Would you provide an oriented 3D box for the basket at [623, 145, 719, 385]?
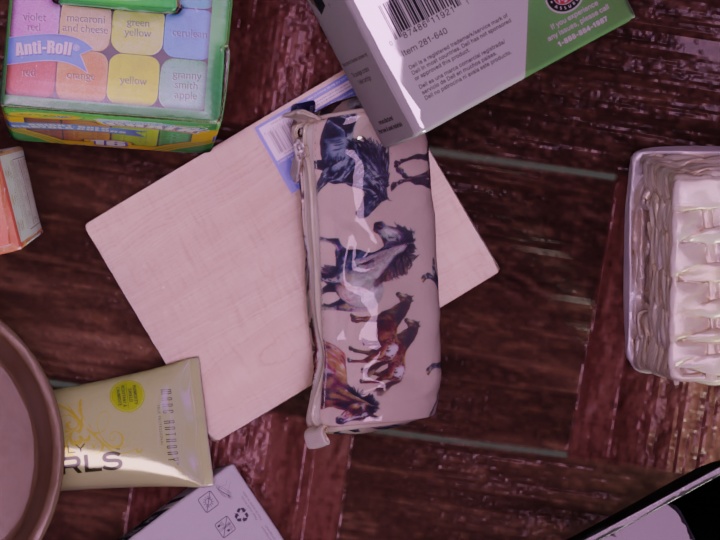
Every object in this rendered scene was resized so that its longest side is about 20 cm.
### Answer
[{"bbox_3d":[0.259,-0.002,1.713,0.199,0.123,0.136,0,95,-4],"label":"basket"}]

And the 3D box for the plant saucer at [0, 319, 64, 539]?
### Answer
[{"bbox_3d":[-0.267,0.107,1.687,0.199,0.029,0.201,0,80,-2],"label":"plant saucer"}]

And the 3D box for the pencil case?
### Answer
[{"bbox_3d":[0.000,0.000,1.704,0.089,0.078,0.201,-4,93,-21],"label":"pencil case"}]

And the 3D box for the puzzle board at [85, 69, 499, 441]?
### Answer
[{"bbox_3d":[-0.040,-0.013,1.750,0.199,0.017,0.151,-31,94,-2],"label":"puzzle board"}]

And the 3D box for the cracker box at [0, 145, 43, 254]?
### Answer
[{"bbox_3d":[-0.252,-0.027,1.644,0.133,0.200,0.058,-14,93,-2],"label":"cracker box"}]

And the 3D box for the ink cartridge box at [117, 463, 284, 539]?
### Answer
[{"bbox_3d":[-0.126,0.207,1.710,0.200,0.039,0.100,-35,96,-27],"label":"ink cartridge box"}]

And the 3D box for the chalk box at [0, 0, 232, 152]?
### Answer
[{"bbox_3d":[-0.133,-0.138,1.637,0.124,0.200,0.125,5,87,-3],"label":"chalk box"}]

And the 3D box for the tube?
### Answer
[{"bbox_3d":[-0.188,0.099,1.727,0.199,0.052,0.058,-7,118,-1],"label":"tube"}]

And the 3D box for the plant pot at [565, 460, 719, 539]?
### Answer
[{"bbox_3d":[0.165,0.225,1.696,0.199,0.177,0.200,-27,95,0],"label":"plant pot"}]

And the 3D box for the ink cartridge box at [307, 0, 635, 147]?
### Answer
[{"bbox_3d":[0.036,-0.191,1.633,0.144,0.084,0.201,-29,94,-14],"label":"ink cartridge box"}]
